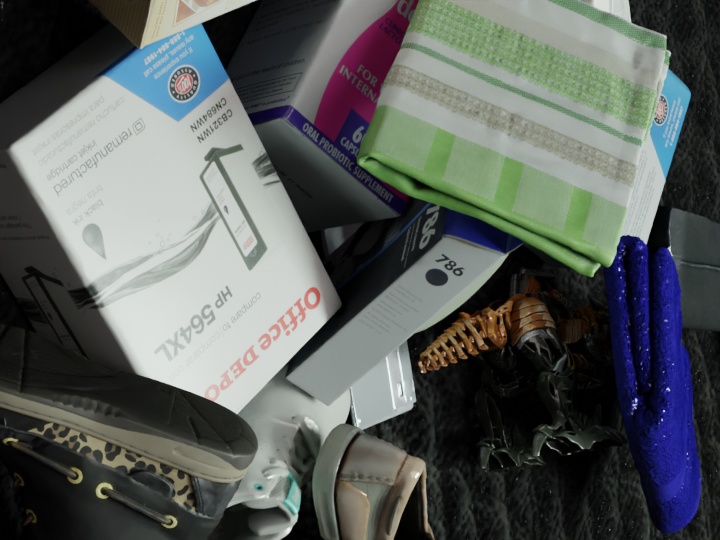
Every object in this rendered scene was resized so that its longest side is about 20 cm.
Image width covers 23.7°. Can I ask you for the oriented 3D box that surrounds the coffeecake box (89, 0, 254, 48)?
[{"bbox_3d":[-0.086,-0.220,0.921,0.200,0.153,0.073,-30,155,-40],"label":"coffeecake box"}]

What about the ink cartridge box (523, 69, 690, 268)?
[{"bbox_3d":[0.124,-0.111,1.175,0.200,0.084,0.145,36,65,-38],"label":"ink cartridge box"}]

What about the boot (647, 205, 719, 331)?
[{"bbox_3d":[0.279,0.042,1.338,0.199,0.065,0.166,13,73,-46],"label":"boot"}]

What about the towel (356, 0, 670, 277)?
[{"bbox_3d":[0.088,-0.091,0.949,0.148,0.031,0.201,23,46,0],"label":"towel"}]

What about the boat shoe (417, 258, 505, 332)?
[{"bbox_3d":[0.062,-0.047,1.071,0.070,0.072,0.201,-13,144,-42],"label":"boat shoe"}]

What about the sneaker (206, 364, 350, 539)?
[{"bbox_3d":[-0.057,0.124,0.996,0.200,0.088,0.076,-41,116,-37],"label":"sneaker"}]

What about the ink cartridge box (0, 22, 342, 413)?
[{"bbox_3d":[-0.115,-0.019,0.942,0.146,0.084,0.201,-45,119,-34],"label":"ink cartridge box"}]

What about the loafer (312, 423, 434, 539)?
[{"bbox_3d":[0.019,0.170,1.040,0.201,0.062,0.072,75,34,-48],"label":"loafer"}]

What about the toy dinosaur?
[{"bbox_3d":[0.109,0.065,1.177,0.199,0.102,0.137,-4,78,-26],"label":"toy dinosaur"}]

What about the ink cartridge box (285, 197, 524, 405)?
[{"bbox_3d":[0.033,-0.011,0.993,0.039,0.200,0.100,35,39,-18],"label":"ink cartridge box"}]

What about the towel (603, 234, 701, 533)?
[{"bbox_3d":[0.207,0.080,1.184,0.200,0.049,0.149,61,22,-59],"label":"towel"}]

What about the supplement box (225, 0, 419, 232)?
[{"bbox_3d":[-0.001,-0.136,1.037,0.101,0.103,0.201,38,63,-30],"label":"supplement box"}]

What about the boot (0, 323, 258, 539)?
[{"bbox_3d":[-0.166,0.117,0.884,0.199,0.073,0.151,17,110,-6],"label":"boot"}]

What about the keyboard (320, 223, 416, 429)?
[{"bbox_3d":[0.000,0.000,1.109,0.056,0.011,0.201,-16,101,-38],"label":"keyboard"}]

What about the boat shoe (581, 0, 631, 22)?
[{"bbox_3d":[0.142,-0.162,1.094,0.068,0.072,0.201,-15,93,-63],"label":"boat shoe"}]
